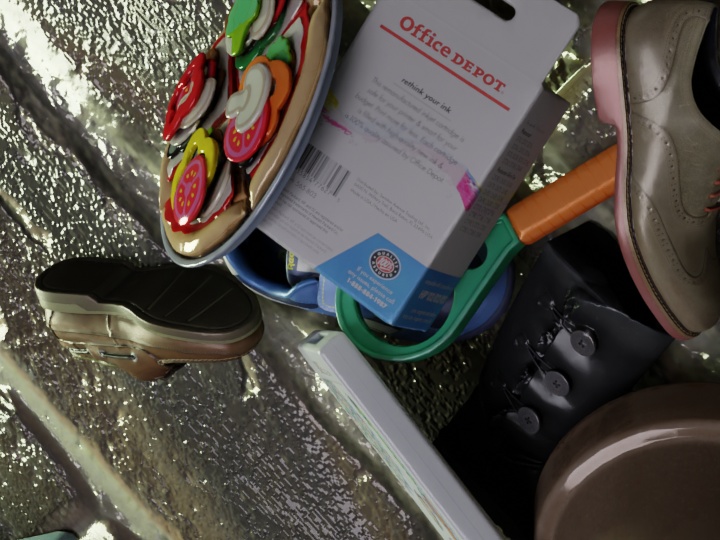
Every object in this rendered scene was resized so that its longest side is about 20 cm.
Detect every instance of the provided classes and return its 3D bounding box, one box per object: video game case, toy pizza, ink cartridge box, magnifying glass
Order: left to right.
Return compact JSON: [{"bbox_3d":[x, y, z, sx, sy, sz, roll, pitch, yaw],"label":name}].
[{"bbox_3d":[-0.075,-0.099,1.165,0.032,0.202,0.200,23,138,-25],"label":"toy pizza"},{"bbox_3d":[0.033,0.121,1.228,0.201,0.024,0.182,52,174,-3],"label":"video game case"},{"bbox_3d":[0.038,-0.080,1.128,0.115,0.068,0.201,35,98,20],"label":"ink cartridge box"},{"bbox_3d":[0.073,-0.014,1.153,0.199,0.022,0.080,-30,74,12],"label":"magnifying glass"}]

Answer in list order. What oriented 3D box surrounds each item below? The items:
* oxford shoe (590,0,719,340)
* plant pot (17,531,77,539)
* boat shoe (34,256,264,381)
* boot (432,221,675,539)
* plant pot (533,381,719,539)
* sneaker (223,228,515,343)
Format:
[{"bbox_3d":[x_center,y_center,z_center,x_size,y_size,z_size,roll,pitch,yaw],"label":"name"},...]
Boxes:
[{"bbox_3d":[0.181,-0.053,1.086,0.074,0.070,0.202,-3,116,30],"label":"oxford shoe"},{"bbox_3d":[-0.309,0.357,1.581,0.195,0.200,0.197,-15,108,40],"label":"plant pot"},{"bbox_3d":[-0.139,0.038,1.369,0.199,0.072,0.068,12,128,40],"label":"boat shoe"},{"bbox_3d":[0.146,0.090,1.205,0.164,0.066,0.201,36,127,10],"label":"boot"},{"bbox_3d":[0.192,0.190,1.113,0.198,0.175,0.202,4,119,7],"label":"plant pot"},{"bbox_3d":[0.000,0.000,1.221,0.198,0.082,0.075,6,82,30],"label":"sneaker"}]
